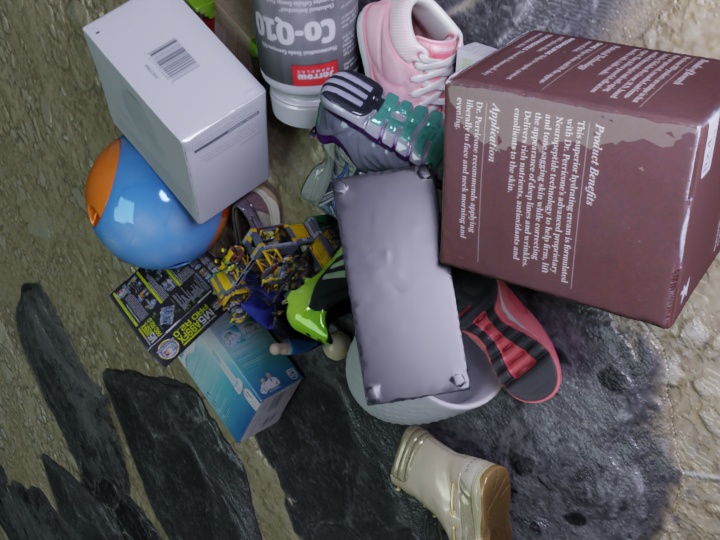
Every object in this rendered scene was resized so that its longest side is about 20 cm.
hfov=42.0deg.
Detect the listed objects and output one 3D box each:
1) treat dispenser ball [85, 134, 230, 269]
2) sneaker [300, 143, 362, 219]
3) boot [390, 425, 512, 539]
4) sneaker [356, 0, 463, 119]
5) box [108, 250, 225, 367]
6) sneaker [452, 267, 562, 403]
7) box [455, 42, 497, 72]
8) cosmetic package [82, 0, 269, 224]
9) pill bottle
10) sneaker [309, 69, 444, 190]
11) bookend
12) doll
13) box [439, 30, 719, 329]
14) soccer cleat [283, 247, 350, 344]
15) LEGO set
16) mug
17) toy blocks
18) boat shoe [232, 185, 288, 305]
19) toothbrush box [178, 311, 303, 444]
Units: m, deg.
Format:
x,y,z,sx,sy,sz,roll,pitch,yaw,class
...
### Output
x,y,z,sx,sy,sz,roll,pitch,yaw,class
-0.283,-0.102,1.319,0.201,0.201,0.201,28,130,39,treat dispenser ball
0.002,-0.124,1.082,0.085,0.077,0.200,44,147,10,sneaker
0.110,0.305,1.185,0.155,0.073,0.201,21,124,42,boot
0.061,-0.185,0.958,0.105,0.075,0.201,-3,104,56,sneaker
-0.274,0.034,1.387,0.044,0.160,0.200,51,171,-37,box
0.143,0.054,0.993,0.074,0.087,0.200,-38,72,17,sneaker
0.151,-0.110,0.929,0.144,0.036,0.200,30,130,37,box
-0.217,-0.200,1.149,0.199,0.123,0.200,48,160,16,cosmetic package
-0.058,-0.262,1.011,0.114,0.114,0.200,34,145,34,pill bottle
0.044,-0.119,0.939,0.200,0.074,0.088,33,143,4,sneaker
0.036,0.021,0.897,0.200,0.092,0.199,81,180,-83,bookend
-0.100,0.062,1.249,0.200,0.137,0.048,33,123,-13,doll
0.188,-0.083,0.759,0.200,0.164,0.166,18,124,28,box
0.000,0.000,1.057,0.081,0.200,0.068,34,161,23,soccer cleat
-0.075,0.017,1.154,0.154,0.200,0.116,-46,65,33,LEGO set
0.059,0.078,1.074,0.175,0.147,0.201,-36,57,57,mug
-0.162,-0.290,1.169,0.200,0.100,0.137,48,152,22,toy blocks
-0.147,-0.019,1.314,0.072,0.065,0.200,26,130,38,boat shoe
-0.196,0.141,1.449,0.200,0.085,0.147,50,142,18,toothbrush box
